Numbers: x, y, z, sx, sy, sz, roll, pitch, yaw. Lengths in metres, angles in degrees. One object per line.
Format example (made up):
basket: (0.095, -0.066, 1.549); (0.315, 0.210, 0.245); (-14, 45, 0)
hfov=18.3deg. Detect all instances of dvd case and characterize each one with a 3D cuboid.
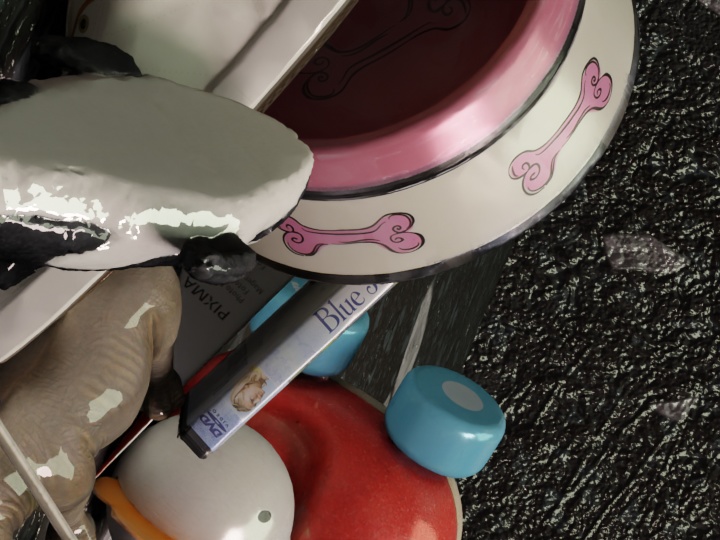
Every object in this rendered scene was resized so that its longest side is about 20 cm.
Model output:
dvd case: (0.000, 0.000, 0.958); (0.200, 0.018, 0.143); (-43, -175, -1)

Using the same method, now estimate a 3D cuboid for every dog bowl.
dog bowl: (0.006, -0.099, 0.887); (0.201, 0.199, 0.074); (-67, 154, -20)

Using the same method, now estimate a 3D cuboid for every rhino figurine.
rhino figurine: (-0.123, 0.068, 0.847); (0.088, 0.060, 0.200); (90, 23, -52)

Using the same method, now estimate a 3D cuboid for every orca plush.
orca plush: (-0.095, -0.009, 0.691); (0.071, 0.105, 0.200); (-53, 170, 29)

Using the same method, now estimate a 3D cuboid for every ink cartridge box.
ink cartridge box: (-0.058, -0.007, 1.073); (0.200, 0.057, 0.163); (-40, -173, 27)

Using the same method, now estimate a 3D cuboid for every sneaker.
sneaker: (-0.087, -0.060, 0.798); (0.200, 0.085, 0.073); (-49, -177, 5)

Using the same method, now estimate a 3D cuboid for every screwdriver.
screwdriver: (-0.118, 0.052, 0.755); (0.200, 0.029, 0.028); (62, 3, -52)

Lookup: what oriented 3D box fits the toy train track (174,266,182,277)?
toy train track: (-0.068, -0.050, 1.059); (0.201, 0.032, 0.115); (-61, 177, -20)

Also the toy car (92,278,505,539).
toy car: (-0.055, 0.126, 1.147); (0.185, 0.177, 0.200); (-61, 164, 23)
